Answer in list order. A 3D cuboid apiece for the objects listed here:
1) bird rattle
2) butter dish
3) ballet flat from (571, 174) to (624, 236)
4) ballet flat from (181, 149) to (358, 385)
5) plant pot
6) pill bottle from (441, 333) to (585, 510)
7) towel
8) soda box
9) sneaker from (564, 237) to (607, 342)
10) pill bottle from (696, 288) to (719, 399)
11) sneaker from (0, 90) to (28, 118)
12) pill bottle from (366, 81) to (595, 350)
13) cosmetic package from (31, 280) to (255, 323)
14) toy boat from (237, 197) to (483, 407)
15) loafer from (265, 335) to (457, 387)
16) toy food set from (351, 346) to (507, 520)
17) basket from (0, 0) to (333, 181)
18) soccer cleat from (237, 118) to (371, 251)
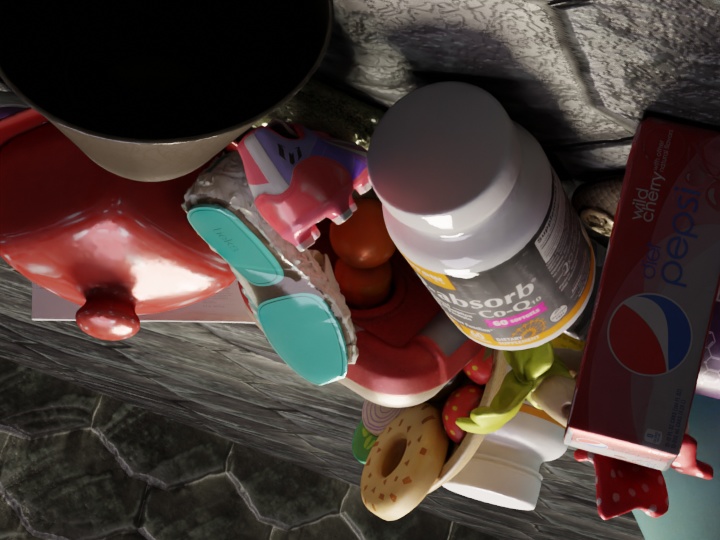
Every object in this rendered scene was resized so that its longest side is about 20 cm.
[{"bbox_3d":[0.180,0.096,1.160,0.199,0.113,0.163,24,-164,32],"label":"bird rattle"},{"bbox_3d":[-0.168,-0.023,1.109,0.199,0.149,0.199,-14,151,36],"label":"butter dish"},{"bbox_3d":[0.230,-0.029,1.059,0.199,0.047,0.067,7,164,32],"label":"ballet flat"},{"bbox_3d":[-0.050,-0.005,1.087,0.071,0.072,0.200,6,142,36],"label":"ballet flat"},{"bbox_3d":[0.294,0.152,1.290,0.199,0.189,0.200,-5,170,-1],"label":"plant pot"},{"bbox_3d":[0.133,0.096,1.352,0.111,0.201,0.111,15,167,4],"label":"pill bottle"},{"bbox_3d":[-0.031,-0.093,1.127,0.199,0.037,0.148,24,164,-30],"label":"towel"},{"bbox_3d":[0.178,0.013,0.955,0.070,0.201,0.063,13,167,8],"label":"soda box"},{"bbox_3d":[0.129,-0.005,1.254,0.199,0.075,0.082,31,170,-11],"label":"sneaker"},{"bbox_3d":[0.273,0.039,1.145,0.199,0.113,0.112,12,167,13],"label":"pill bottle"},{"bbox_3d":[-0.226,-0.104,1.286,0.199,0.075,0.100,20,-169,-31],"label":"sneaker"},{"bbox_3d":[0.081,-0.034,1.049,0.116,0.117,0.200,9,160,26],"label":"pill bottle"},{"bbox_3d":[-0.164,-0.001,1.287,0.199,0.083,0.051,1,-175,5],"label":"cosmetic package"},{"bbox_3d":[0.000,0.000,1.178,0.199,0.130,0.131,29,139,25],"label":"toy boat"},{"bbox_3d":[0.009,0.058,1.300,0.200,0.068,0.070,12,178,43],"label":"loafer"},{"bbox_3d":[0.053,0.096,1.324,0.048,0.200,0.198,21,-155,-24],"label":"toy food set"},{"bbox_3d":[-0.119,-0.121,0.906,0.179,0.137,0.200,-5,175,-11],"label":"basket"},{"bbox_3d":[-0.035,-0.067,0.991,0.077,0.067,0.200,56,-170,-8],"label":"soccer cleat"}]
